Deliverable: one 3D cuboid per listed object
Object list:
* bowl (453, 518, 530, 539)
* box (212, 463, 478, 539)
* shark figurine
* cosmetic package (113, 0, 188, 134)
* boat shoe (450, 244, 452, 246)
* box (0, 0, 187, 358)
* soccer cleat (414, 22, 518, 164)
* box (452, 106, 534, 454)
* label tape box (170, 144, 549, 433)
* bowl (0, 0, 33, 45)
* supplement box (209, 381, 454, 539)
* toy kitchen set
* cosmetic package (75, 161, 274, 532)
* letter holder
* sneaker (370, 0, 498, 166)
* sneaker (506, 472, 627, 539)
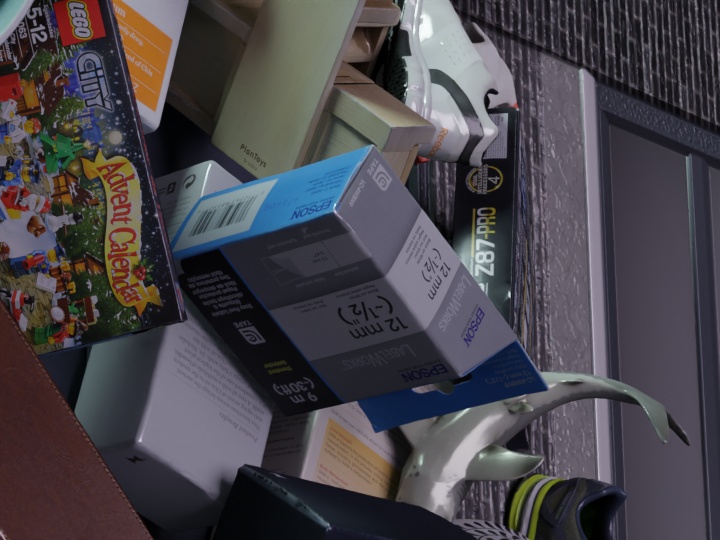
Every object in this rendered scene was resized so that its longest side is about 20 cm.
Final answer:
[{"bbox_3d":[0.095,0.263,1.664,0.200,0.094,0.202,5,80,-29],"label":"bowl"},{"bbox_3d":[-0.025,0.234,1.494,0.147,0.104,0.201,16,97,-37],"label":"box"},{"bbox_3d":[0.100,0.109,1.648,0.129,0.213,0.090,61,-10,24],"label":"shark figurine"},{"bbox_3d":[-0.163,-0.187,1.569,0.101,0.071,0.201,34,54,-38],"label":"cosmetic package"},{"bbox_3d":[0.000,0.000,1.698,0.199,0.074,0.074,22,62,-43],"label":"boat shoe"},{"bbox_3d":[-0.189,-0.052,1.451,0.038,0.136,0.201,51,25,-88],"label":"box"},{"bbox_3d":[0.048,-0.121,1.804,0.200,0.069,0.078,-35,100,-56],"label":"soccer cleat"},{"bbox_3d":[0.094,0.013,1.739,0.162,0.049,0.201,75,15,-51],"label":"box"},{"bbox_3d":[-0.002,0.032,1.495,0.200,0.143,0.066,54,44,-24],"label":"label tape box"},{"bbox_3d":[-0.262,-0.187,1.386,0.105,0.199,0.202,96,-19,-86],"label":"bowl"},{"bbox_3d":[-0.018,0.137,1.633,0.126,0.073,0.201,41,51,-36],"label":"supplement box"},{"bbox_3d":[0.008,-0.144,1.606,0.180,0.200,0.164,-6,126,-48],"label":"toy kitchen set"},{"bbox_3d":[-0.104,0.047,1.551,0.101,0.071,0.201,38,51,-36],"label":"cosmetic package"},{"bbox_3d":[-0.224,0.130,1.376,0.142,0.100,0.201,-48,114,-44],"label":"letter holder"},{"bbox_3d":[0.051,-0.137,1.731,0.080,0.074,0.201,16,40,-14],"label":"sneaker"},{"bbox_3d":[0.145,0.235,1.787,0.074,0.081,0.201,26,59,-42],"label":"sneaker"}]
